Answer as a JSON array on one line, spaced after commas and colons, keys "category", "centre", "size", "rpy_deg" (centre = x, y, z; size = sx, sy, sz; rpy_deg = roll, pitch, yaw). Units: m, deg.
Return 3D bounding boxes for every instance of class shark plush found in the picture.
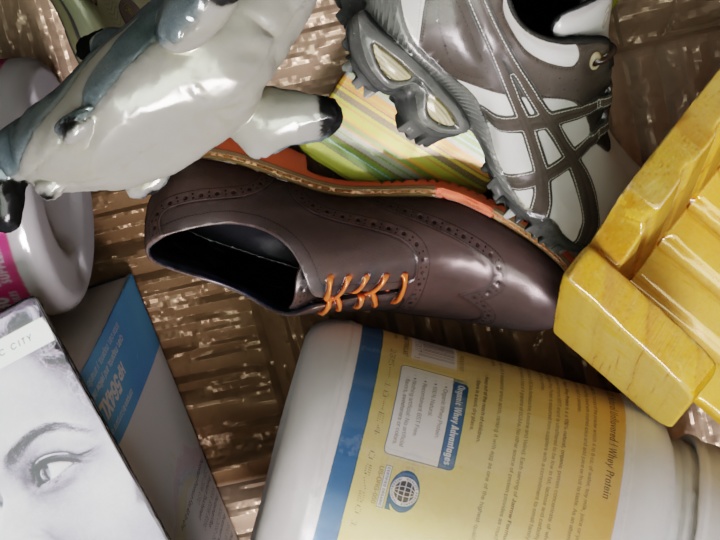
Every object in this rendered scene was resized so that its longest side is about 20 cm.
[{"category": "shark plush", "centre": [-0.091, -0.067, 0.745], "size": [0.200, 0.084, 0.091], "rpy_deg": [-37, 135, 20]}]

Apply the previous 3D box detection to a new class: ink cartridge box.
[{"category": "ink cartridge box", "centre": [-0.137, 0.129, 0.871], "size": [0.128, 0.125, 0.201], "rpy_deg": [-18, 107, 9]}]

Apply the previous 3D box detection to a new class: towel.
[{"category": "towel", "centre": [0.060, -0.114, 0.835], "size": [0.086, 0.018, 0.200], "rpy_deg": [31, 107, -13]}]

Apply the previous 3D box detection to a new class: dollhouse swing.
[{"category": "dollhouse swing", "centre": [0.206, -0.007, 0.759], "size": [0.176, 0.182, 0.200], "rpy_deg": [39, 84, 10]}]

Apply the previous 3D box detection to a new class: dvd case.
[{"category": "dvd case", "centre": [-0.151, 0.132, 0.776], "size": [0.148, 0.016, 0.201], "rpy_deg": [-28, 98, 0]}]

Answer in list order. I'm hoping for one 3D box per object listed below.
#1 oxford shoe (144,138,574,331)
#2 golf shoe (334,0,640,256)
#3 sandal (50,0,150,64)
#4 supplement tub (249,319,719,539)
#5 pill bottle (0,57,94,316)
[{"category": "oxford shoe", "centre": [0.000, 0.000, 0.837], "size": [0.199, 0.073, 0.071], "rpy_deg": [14, 133, 3]}, {"category": "golf shoe", "centre": [0.081, -0.073, 0.777], "size": [0.094, 0.078, 0.200], "rpy_deg": [-35, 139, 22]}, {"category": "sandal", "centre": [-0.111, -0.146, 0.796], "size": [0.057, 0.080, 0.201], "rpy_deg": [-17, 119, 37]}, {"category": "supplement tub", "centre": [0.055, 0.113, 0.845], "size": [0.199, 0.145, 0.145], "rpy_deg": [15, 110, -2]}, {"category": "pill bottle", "centre": [-0.227, -0.024, 0.829], "size": [0.199, 0.113, 0.114], "rpy_deg": [-9, 109, 6]}]
